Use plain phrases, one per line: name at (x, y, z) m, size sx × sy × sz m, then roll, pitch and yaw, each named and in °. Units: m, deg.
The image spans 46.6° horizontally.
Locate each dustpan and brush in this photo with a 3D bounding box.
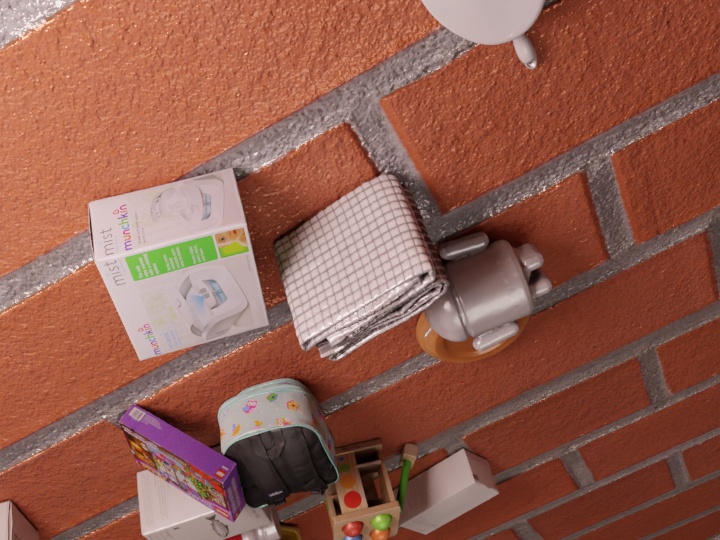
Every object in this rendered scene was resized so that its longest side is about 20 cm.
dustpan and brush at (0.153, -0.273, 0.887) m, size 0.137 × 0.058 × 0.200 m, roll -21°, pitch 136°, yaw 21°

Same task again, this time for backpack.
backpack at (-0.132, 0.259, 1.306) m, size 0.172 × 0.156 × 0.201 m, roll -14°, pitch 144°, yaw 4°

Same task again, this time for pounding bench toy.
pounding bench toy at (0.032, 0.418, 1.561) m, size 0.196 × 0.158 × 0.126 m, roll -11°, pitch 141°, yaw -10°

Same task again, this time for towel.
towel at (0.000, 0.000, 1.048) m, size 0.198 × 0.168 × 0.085 m, roll -33°, pitch 146°, yaw 17°

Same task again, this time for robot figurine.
robot figurine at (0.170, 0.029, 1.193) m, size 0.197 × 0.113 × 0.172 m, roll -23°, pitch 103°, yaw 4°

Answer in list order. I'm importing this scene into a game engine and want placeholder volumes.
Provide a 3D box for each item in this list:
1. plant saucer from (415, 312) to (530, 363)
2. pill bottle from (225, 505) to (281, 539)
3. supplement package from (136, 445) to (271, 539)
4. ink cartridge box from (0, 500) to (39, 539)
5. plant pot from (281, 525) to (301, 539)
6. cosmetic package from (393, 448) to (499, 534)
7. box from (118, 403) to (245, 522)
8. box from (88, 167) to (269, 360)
plant saucer at (0.186, 0.086, 1.329) m, size 0.196 × 0.038 × 0.202 m, roll -11°, pitch 141°, yaw -9°
pill bottle at (-0.252, 0.489, 1.563) m, size 0.196 × 0.114 × 0.113 m, roll -17°, pitch 142°, yaw -3°
supplement package at (-0.268, 0.392, 1.437) m, size 0.196 × 0.119 × 0.118 m, roll -18°, pitch 141°, yaw -2°
ink cartridge box at (-0.658, 0.476, 1.402) m, size 0.196 × 0.086 × 0.147 m, roll -12°, pitch 141°, yaw -6°
plant pot at (-0.245, 0.642, 1.697) m, size 0.192 × 0.199 × 0.199 m, roll 22°, pitch 136°, yaw -40°
cosmetic package at (0.174, 0.462, 1.735) m, size 0.198 × 0.082 × 0.112 m, roll -35°, pitch 139°, yaw 18°
box at (-0.272, 0.298, 1.286) m, size 0.039 × 0.197 × 0.138 m, roll -52°, pitch 157°, yaw -33°
box at (-0.214, -0.005, 1.009) m, size 0.173 × 0.098 × 0.202 m, roll -15°, pitch 143°, yaw -9°
